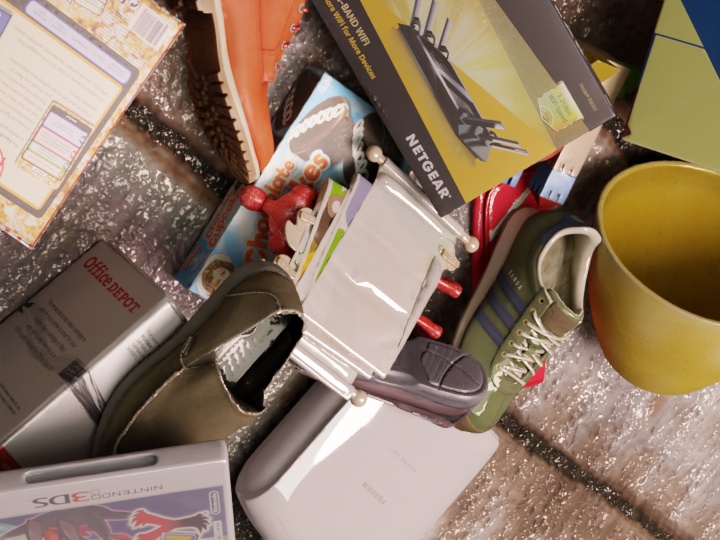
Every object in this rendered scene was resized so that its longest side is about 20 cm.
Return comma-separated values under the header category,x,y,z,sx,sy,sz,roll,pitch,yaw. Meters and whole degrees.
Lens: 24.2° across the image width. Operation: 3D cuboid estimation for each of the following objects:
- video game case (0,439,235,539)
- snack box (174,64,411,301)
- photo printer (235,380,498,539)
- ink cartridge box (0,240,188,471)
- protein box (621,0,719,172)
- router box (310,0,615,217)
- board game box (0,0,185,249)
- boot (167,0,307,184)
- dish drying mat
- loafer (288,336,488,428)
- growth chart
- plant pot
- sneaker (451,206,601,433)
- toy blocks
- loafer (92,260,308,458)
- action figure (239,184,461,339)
category,x,y,z,sx,sy,sz,roll,pitch,yaw
video game case,-0.177,0.198,1.171,0.180,0.023,0.201,-8,138,-7
snack box,-0.047,-0.047,1.336,0.116,0.037,0.201,32,90,-32
photo printer,0.002,0.166,1.412,0.200,0.069,0.166,-48,121,-6
ink cartridge box,-0.218,0.087,1.227,0.200,0.144,0.084,-41,122,-9
protein box,0.354,-0.138,1.380,0.200,0.197,0.136,-1,110,-60
router box,0.079,-0.167,1.282,0.157,0.052,0.201,-30,99,13
board game box,-0.242,-0.140,1.197,0.151,0.046,0.201,36,88,-32
boot,-0.078,-0.168,1.262,0.107,0.075,0.202,-20,113,-26
dish drying mat,0.131,0.010,1.459,0.076,0.018,0.202,-10,110,-26
loafer,0.000,0.076,1.323,0.198,0.072,0.063,20,133,-8
growth chart,0.000,0.000,1.279,0.145,0.018,0.201,46,59,-19
plant pot,0.277,0.024,1.459,0.198,0.201,0.143,-7,138,-25
sneaker,0.138,0.040,1.382,0.067,0.089,0.202,31,74,-37
toy blocks,0.121,-0.135,1.372,0.199,0.100,0.138,18,108,-27
loafer,-0.109,0.082,1.158,0.075,0.070,0.201,38,88,-35
action figure,-0.013,-0.014,1.315,0.199,0.052,0.066,32,85,-28
